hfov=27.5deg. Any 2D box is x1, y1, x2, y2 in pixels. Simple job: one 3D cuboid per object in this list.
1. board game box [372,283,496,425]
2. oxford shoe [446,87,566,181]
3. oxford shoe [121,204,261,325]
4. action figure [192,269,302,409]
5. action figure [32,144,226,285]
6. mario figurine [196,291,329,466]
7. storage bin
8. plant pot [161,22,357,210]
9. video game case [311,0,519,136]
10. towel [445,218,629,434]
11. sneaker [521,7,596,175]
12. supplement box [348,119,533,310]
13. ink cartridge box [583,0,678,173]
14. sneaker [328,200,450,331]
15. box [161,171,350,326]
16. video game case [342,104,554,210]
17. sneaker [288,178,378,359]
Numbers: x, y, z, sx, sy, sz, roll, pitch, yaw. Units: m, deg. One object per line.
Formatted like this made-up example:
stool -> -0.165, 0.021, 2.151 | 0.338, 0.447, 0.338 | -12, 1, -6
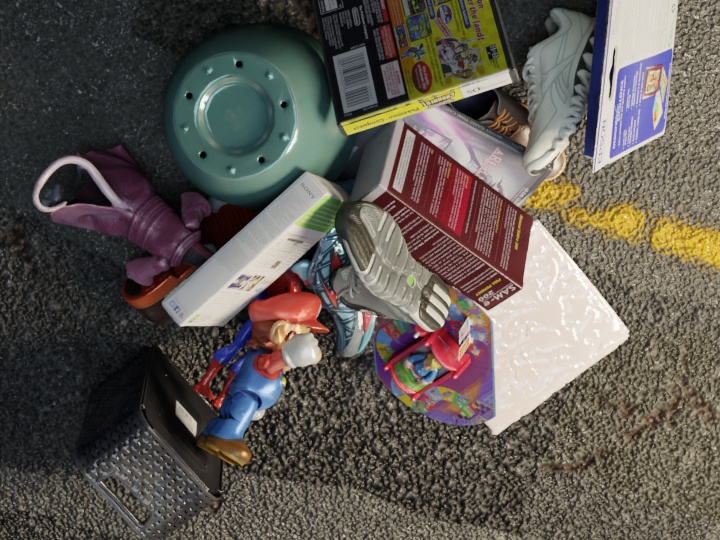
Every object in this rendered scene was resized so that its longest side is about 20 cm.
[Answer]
board game box -> 0.070, 0.099, 1.633 | 0.158, 0.039, 0.200 | 16, 129, 28
oxford shoe -> 0.144, -0.159, 1.586 | 0.200, 0.073, 0.071 | 36, 102, -15
oxford shoe -> -0.164, -0.010, 1.632 | 0.200, 0.071, 0.073 | -30, 132, 9
action figure -> -0.111, 0.062, 1.648 | 0.052, 0.065, 0.200 | 31, 90, -44
action figure -> -0.222, -0.059, 1.549 | 0.200, 0.149, 0.134 | 32, 83, 10
mario figurine -> -0.088, 0.117, 1.566 | 0.106, 0.123, 0.200 | 39, 75, -47
storage bin -> -0.226, 0.188, 1.617 | 0.094, 0.200, 0.135 | -36, 108, 10
plant pot -> -0.110, -0.156, 1.495 | 0.200, 0.161, 0.201 | 1, 95, 7
video game case -> 0.048, -0.244, 1.463 | 0.180, 0.200, 0.026 | -17, 150, 10
towel -> 0.178, 0.065, 1.691 | 0.200, 0.032, 0.191 | -37, 107, 9
sneaker -> 0.202, -0.190, 1.550 | 0.081, 0.075, 0.200 | 25, 67, -3
supplement box -> 0.087, -0.059, 1.558 | 0.200, 0.109, 0.061 | 35, 134, -20
ink cartridge box -> 0.271, -0.218, 1.517 | 0.047, 0.200, 0.198 | 15, 113, 30
sneaker -> 0.000, 0.000, 1.524 | 0.115, 0.075, 0.200 | 3, 147, 38
box -> -0.100, -0.019, 1.509 | 0.200, 0.144, 0.036 | -40, 81, 7
video game case -> 0.087, -0.115, 1.592 | 0.200, 0.019, 0.143 | 27, 136, -12
sneaker -> -0.037, 0.001, 1.623 | 0.095, 0.079, 0.200 | -8, 101, -18
